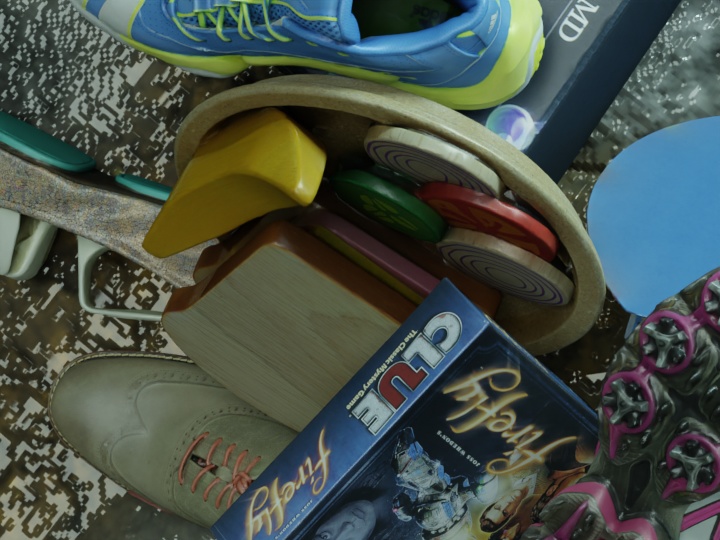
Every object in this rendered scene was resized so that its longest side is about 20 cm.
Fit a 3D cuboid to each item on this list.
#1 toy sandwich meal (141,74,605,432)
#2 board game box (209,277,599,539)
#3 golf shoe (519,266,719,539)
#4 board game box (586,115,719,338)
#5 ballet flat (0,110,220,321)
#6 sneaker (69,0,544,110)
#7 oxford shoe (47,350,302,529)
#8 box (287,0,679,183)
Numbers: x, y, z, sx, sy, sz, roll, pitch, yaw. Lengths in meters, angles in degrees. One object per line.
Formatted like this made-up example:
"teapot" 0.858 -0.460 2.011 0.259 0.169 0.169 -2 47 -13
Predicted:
"toy sandwich meal" 0.000 0.000 1.200 0.204 0.206 0.071 17 62 12
"board game box" 0.047 0.104 1.208 0.136 0.200 0.035 -47 46 4
"golf shoe" 0.131 0.063 1.160 0.073 0.092 0.200 44 127 18
"board game box" 0.188 0.009 1.234 0.199 0.158 0.039 20 128 10
"ballet flat" -0.124 -0.020 1.318 0.199 0.068 0.068 22 96 14
"sneaker" -0.028 -0.115 1.162 0.199 0.105 0.076 9 83 10
"oxford shoe" -0.049 0.082 1.285 0.199 0.075 0.071 20 91 13
"box" 0.024 -0.136 1.271 0.200 0.107 0.149 35 91 12
